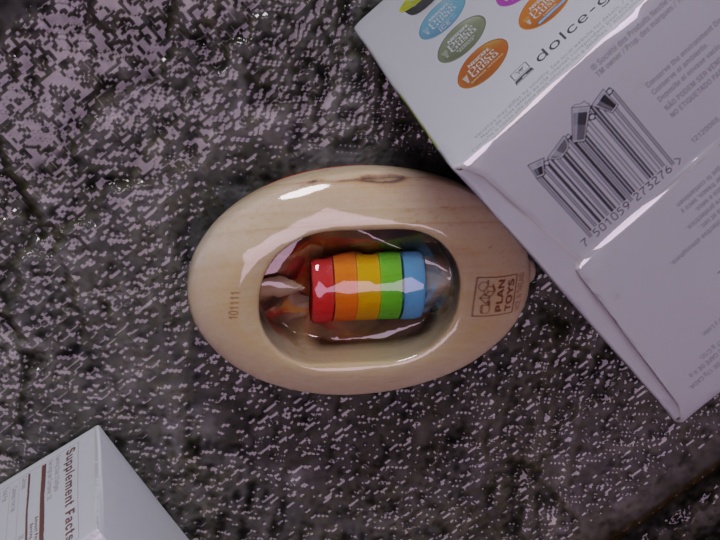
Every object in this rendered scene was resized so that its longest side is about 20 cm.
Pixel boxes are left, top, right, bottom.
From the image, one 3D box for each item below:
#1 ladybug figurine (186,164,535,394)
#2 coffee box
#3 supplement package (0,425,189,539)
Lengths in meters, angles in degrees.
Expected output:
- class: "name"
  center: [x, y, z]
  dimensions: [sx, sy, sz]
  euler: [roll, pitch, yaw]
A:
- class: "ladybug figurine"
  center: [0.000, 0.000, 0.879]
  dimensions: [0.198, 0.072, 0.137]
  euler: [1, 114, -12]
- class: "coffee box"
  center: [0.149, -0.092, 0.794]
  dimensions: [0.199, 0.198, 0.200]
  euler: [-41, 120, 8]
- class: "supplement package"
  center: [-0.203, 0.208, 0.911]
  dimensions: [0.199, 0.117, 0.117]
  euler: [-31, 116, 4]
